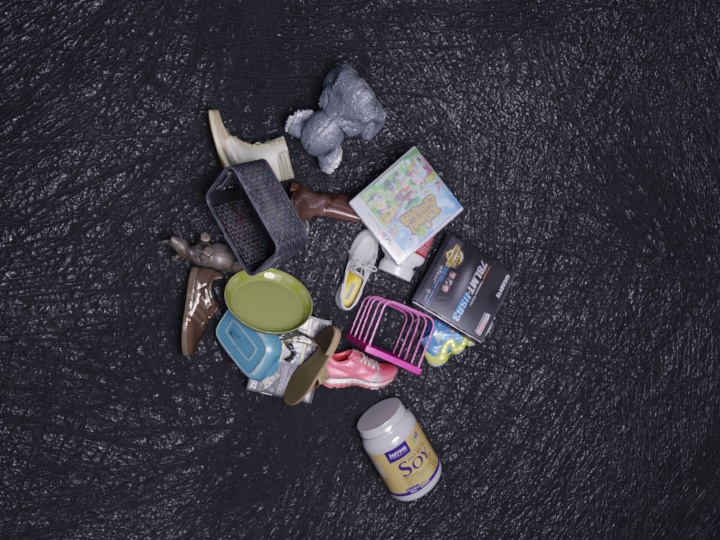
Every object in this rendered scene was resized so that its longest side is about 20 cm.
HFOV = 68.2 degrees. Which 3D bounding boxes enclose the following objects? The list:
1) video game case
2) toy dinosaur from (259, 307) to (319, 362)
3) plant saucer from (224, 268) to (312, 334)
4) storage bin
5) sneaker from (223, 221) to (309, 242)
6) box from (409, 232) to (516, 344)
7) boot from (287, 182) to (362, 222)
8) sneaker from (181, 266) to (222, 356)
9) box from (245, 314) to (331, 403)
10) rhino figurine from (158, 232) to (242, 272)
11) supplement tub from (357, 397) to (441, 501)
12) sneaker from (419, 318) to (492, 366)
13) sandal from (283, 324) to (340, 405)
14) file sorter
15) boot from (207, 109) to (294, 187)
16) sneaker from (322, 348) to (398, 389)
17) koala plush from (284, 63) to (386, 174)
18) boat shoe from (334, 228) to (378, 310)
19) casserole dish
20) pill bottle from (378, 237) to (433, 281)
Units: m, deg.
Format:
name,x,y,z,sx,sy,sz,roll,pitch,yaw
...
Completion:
name,x,y,z,sx,sy,sz,roll,pitch,yaw
video game case,0.103,-0.145,1.200,0.199,0.022,0.183,-40,93,-3
toy dinosaur,-0.168,0.157,1.205,0.198,0.047,0.089,28,79,-15
plant saucer,-0.205,0.072,1.185,0.196,0.202,0.031,14,129,-14
storage bin,-0.213,-0.110,1.095,0.093,0.135,0.202,-28,86,-46
sneaker,-0.211,-0.097,1.206,0.196,0.082,0.076,-9,96,-12
box,0.251,0.044,1.304,0.197,0.050,0.202,31,78,4
boot,-0.067,-0.127,1.201,0.196,0.188,0.065,12,131,-14
sneaker,-0.356,0.095,1.191,0.074,0.070,0.204,7,93,-14
box,-0.169,0.196,1.252,0.158,0.049,0.204,14,90,-15
rhino figurine,-0.341,-0.039,1.170,0.196,0.088,0.061,10,63,-19
supplement tub,0.092,0.427,1.278,0.144,0.145,0.202,-32,100,-9
sneaker,0.235,0.148,1.330,0.199,0.076,0.106,-35,100,-8
sandal,-0.090,0.226,1.210,0.069,0.078,0.214,24,102,-37
file sorter,0.068,0.138,1.229,0.137,0.200,0.127,24,85,-13
boot,-0.245,-0.278,1.192,0.152,0.072,0.203,-22,105,-10
sneaker,0.000,0.231,1.271,0.196,0.074,0.088,0,110,-13
koala plush,-0.059,-0.337,1.193,0.199,0.184,0.178,-41,101,5
boat shoe,-0.005,-0.001,1.258,0.074,0.086,0.205,24,88,-13
casserole dish,-0.253,0.153,1.175,0.200,0.039,0.122,45,107,27
pill bottle,0.117,-0.083,1.268,0.111,0.112,0.203,23,88,-13
